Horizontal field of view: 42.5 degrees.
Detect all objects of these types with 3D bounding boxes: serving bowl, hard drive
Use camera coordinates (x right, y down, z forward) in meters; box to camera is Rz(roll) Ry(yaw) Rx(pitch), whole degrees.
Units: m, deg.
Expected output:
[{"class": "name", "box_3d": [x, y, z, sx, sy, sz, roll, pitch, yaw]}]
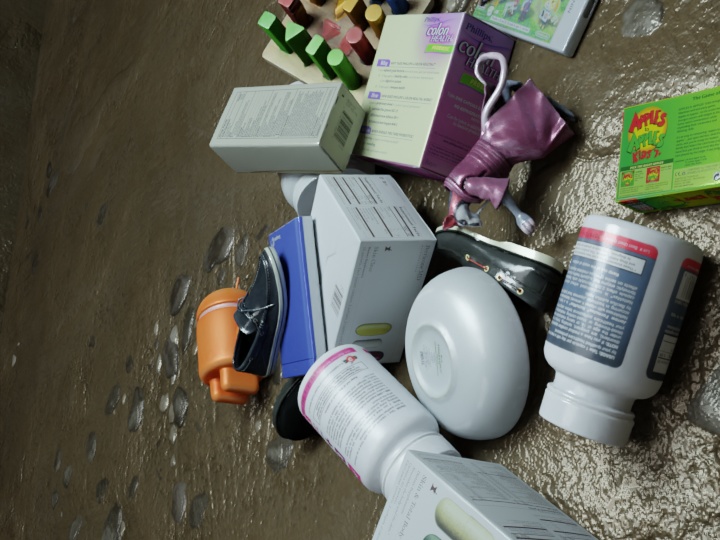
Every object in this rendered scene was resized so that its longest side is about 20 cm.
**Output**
[{"class": "serving bowl", "box_3d": [0.107, 0.100, 1.070, 0.199, 0.065, 0.205, 21, 114, 58]}, {"class": "hard drive", "box_3d": [-0.087, 0.040, 1.257, 0.132, 0.025, 0.205, 158, 107, -65]}]

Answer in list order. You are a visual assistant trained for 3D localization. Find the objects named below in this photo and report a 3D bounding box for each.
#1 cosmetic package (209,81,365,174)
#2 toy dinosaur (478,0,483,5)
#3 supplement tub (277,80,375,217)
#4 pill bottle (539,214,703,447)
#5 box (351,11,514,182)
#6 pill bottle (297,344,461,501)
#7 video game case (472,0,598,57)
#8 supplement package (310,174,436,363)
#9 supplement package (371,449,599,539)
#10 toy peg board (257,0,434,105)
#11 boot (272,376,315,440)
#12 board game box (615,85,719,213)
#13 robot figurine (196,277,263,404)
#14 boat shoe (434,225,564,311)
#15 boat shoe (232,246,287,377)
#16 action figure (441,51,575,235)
[{"class": "cosmetic package", "box_3d": [-0.102, -0.196, 1.284, 0.197, 0.073, 0.105, 6, 65, 36]}, {"class": "toy dinosaur", "box_3d": [0.193, -0.404, 1.145, 0.201, 0.085, 0.137, -56, 46, 33]}, {"class": "supplement tub", "box_3d": [-0.059, -0.174, 1.388, 0.146, 0.144, 0.202, -49, 43, 31]}, {"class": "pill bottle", "box_3d": [0.245, 0.059, 0.900, 0.119, 0.118, 0.204, 22, 95, 55]}, {"class": "box", "box_3d": [0.091, -0.231, 1.244, 0.175, 0.095, 0.204, 19, 94, 55]}, {"class": "pill bottle", "box_3d": [0.022, 0.188, 1.092, 0.200, 0.112, 0.115, 41, 111, 40]}, {"class": "video game case", "box_3d": [0.236, -0.379, 1.159, 0.200, 0.022, 0.185, 41, 111, 52]}, {"class": "supplement package", "box_3d": [0.000, 0.000, 1.224, 0.157, 0.109, 0.203, -122, 37, -46]}, {"class": "supplement package", "box_3d": [0.128, 0.304, 0.945, 0.199, 0.149, 0.154, 31, 102, 54]}, {"class": "toy peg board", "box_3d": [-0.032, -0.366, 1.333, 0.198, 0.098, 0.201, 33, 89, 23]}, {"class": "boot", "box_3d": [-0.040, 0.198, 1.280, 0.213, 0.078, 0.159, -56, 39, 24]}, {"class": "board game box", "box_3d": [0.344, -0.120, 0.892, 0.198, 0.047, 0.104, -6, 73, 53]}, {"class": "robot figurine", "box_3d": [-0.211, 0.115, 1.519, 0.145, 0.114, 0.203, 77, -177, -59]}, {"class": "boat shoe", "box_3d": [0.150, -0.006, 1.095, 0.200, 0.073, 0.064, 24, 89, 50]}, {"class": "boat shoe", "box_3d": [-0.142, 0.062, 1.280, 0.075, 0.061, 0.203, -123, 38, -52]}, {"class": "action figure", "box_3d": [0.153, -0.130, 1.072, 0.201, 0.149, 0.134, -49, 23, -6]}]
